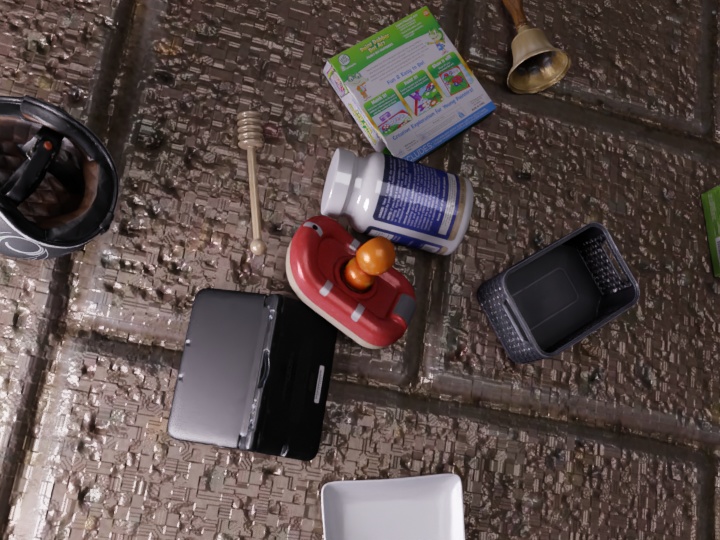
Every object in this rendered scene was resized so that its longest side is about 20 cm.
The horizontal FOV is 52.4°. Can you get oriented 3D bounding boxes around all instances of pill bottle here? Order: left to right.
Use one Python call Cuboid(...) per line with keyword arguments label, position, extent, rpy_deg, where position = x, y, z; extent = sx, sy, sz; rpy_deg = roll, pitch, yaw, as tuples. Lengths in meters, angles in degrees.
Cuboid(label="pill bottle", position=(0.049, -0.100, 1.034), extent=(0.197, 0.116, 0.117), rpy_deg=(14, 74, -12))

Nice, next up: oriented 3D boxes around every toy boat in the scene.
Cuboid(label="toy boat", position=(0.000, 0.000, 0.976), extent=(0.199, 0.131, 0.131), rpy_deg=(36, 44, -5))

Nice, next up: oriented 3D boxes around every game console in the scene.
Cuboid(label="game console", position=(-0.138, 0.138, 0.980), extent=(0.175, 0.115, 0.203), rpy_deg=(22, 70, -41))

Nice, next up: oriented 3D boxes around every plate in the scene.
Cuboid(label="plate", position=(0.045, 0.378, 0.968), extent=(0.196, 0.032, 0.203), rpy_deg=(0, 78, -14))

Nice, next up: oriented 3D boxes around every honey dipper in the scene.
Cuboid(label="honey dipper", position=(-0.150, -0.122, 1.027), extent=(0.037, 0.038, 0.203), rpy_deg=(-2, 80, -15))

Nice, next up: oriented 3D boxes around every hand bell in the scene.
Cuboid(label="hand bell", position=(0.261, -0.401, 1.191), extent=(0.103, 0.104, 0.203), rpy_deg=(-6, 66, -16))

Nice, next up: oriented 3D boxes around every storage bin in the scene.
Cuboid(label="storage bin", position=(0.291, 0.034, 1.082), extent=(0.198, 0.094, 0.136), rpy_deg=(-28, 86, -18))

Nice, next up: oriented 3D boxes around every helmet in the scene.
Cuboid(label="helmet", position=(-0.403, -0.109, 0.875), extent=(0.199, 0.189, 0.203), rpy_deg=(-11, 105, -47))

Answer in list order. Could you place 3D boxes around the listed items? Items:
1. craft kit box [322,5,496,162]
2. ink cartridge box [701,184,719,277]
Cuboid(label="craft kit box", position=(0.076, -0.276, 1.121), extent=(0.199, 0.048, 0.199), rpy_deg=(-33, 90, -20))
Cuboid(label="ink cartridge box", position=(0.686, -0.067, 1.222), extent=(0.197, 0.076, 0.150), rpy_deg=(1, 77, -16))
